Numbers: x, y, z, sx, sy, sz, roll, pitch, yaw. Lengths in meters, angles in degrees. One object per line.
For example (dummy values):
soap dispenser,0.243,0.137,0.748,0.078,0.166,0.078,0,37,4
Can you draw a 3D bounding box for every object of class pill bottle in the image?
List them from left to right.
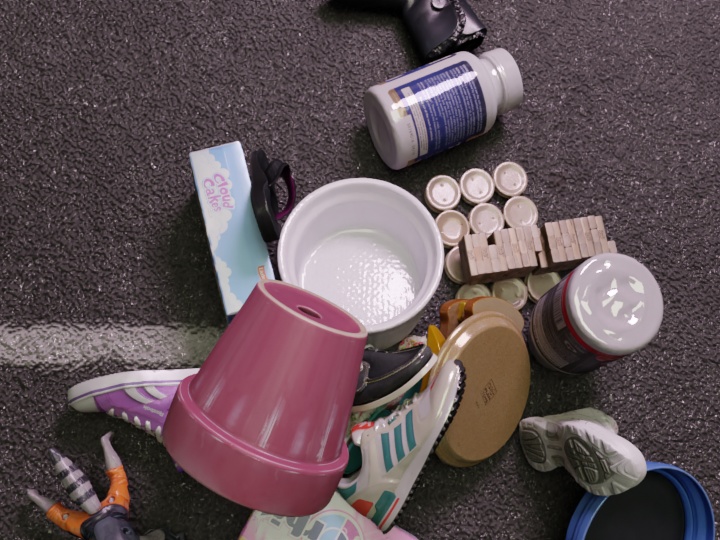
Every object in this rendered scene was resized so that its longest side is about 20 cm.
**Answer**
pill bottle,0.111,-0.220,1.054,0.196,0.111,0.113,-24,78,-12
pill bottle,0.265,0.061,0.944,0.107,0.200,0.114,2,74,-6

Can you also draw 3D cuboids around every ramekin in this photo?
ramekin,0.000,0.000,0.967,0.194,0.098,0.205,0,63,0

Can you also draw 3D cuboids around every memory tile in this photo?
memory tile,0.174,-0.041,1.059,0.149,0.017,0.205,-13,76,-10

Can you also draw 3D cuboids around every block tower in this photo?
block tower,0.224,-0.026,1.024,0.194,0.054,0.059,-7,75,-9

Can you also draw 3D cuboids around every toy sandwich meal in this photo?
toy sandwich meal,0.130,0.131,0.957,0.202,0.069,0.211,-11,106,-39

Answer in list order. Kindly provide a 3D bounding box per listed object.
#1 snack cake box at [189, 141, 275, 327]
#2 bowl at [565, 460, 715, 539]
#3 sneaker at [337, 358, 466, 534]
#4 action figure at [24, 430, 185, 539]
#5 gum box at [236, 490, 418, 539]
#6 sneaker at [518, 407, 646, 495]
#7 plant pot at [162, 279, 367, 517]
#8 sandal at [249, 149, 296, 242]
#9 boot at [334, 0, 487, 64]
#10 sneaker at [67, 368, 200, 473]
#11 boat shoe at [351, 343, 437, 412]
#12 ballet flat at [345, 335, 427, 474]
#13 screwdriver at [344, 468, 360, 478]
snack cake box,-0.153,-0.035,0.966,0.065,0.115,0.205,-13,75,-10
bowl,0.321,0.318,0.919,0.195,0.039,0.207,-3,99,-21
sneaker,0.039,0.175,0.856,0.092,0.070,0.203,28,97,13
action figure,-0.299,0.298,0.856,0.198,0.106,0.194,-30,63,-24
gum box,-0.033,0.313,0.900,0.197,0.066,0.115,30,78,2
sneaker,0.267,0.193,0.914,0.097,0.199,0.080,-17,98,-19
plant pot,-0.082,0.119,0.824,0.196,0.200,0.183,25,98,1
sandal,-0.100,-0.091,0.946,0.047,0.202,0.077,-17,118,1
boot,0.065,-0.362,1.106,0.196,0.077,0.171,-18,73,-18
sneaker,-0.238,0.176,0.920,0.195,0.073,0.118,-2,77,-7
boat shoe,0.000,0.116,0.901,0.069,0.197,0.072,58,41,-12
ballet flat,0.024,0.157,0.966,0.063,0.076,0.200,29,64,36
screwdriver,0.012,0.230,0.962,0.196,0.028,0.029,-26,48,-6
